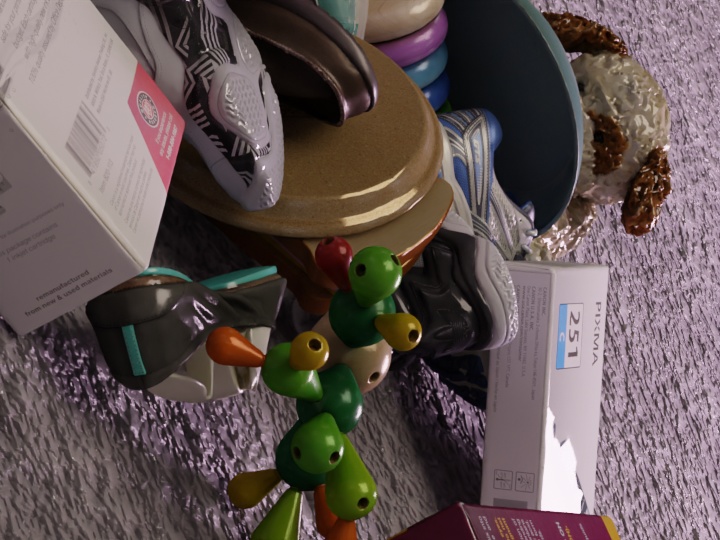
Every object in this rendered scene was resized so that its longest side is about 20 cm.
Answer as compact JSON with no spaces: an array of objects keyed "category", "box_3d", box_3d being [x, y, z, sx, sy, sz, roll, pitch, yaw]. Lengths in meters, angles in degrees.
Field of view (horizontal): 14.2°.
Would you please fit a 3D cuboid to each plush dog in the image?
[{"category":"plush dog","box_3d":[0.131,-0.076,1.953,0.160,0.172,0.200,12,52,-63]}]

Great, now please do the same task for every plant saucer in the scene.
[{"category":"plant saucer","box_3d":[0.074,-0.115,1.831,0.036,0.200,0.200,-29,91,-35]}]

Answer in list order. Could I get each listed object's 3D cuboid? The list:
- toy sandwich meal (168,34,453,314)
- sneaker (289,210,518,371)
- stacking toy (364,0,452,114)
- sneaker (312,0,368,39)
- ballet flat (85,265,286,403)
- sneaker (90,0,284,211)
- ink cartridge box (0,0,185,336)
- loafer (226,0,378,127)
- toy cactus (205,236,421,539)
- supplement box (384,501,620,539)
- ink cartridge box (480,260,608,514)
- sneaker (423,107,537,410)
[{"category":"toy sandwich meal","box_3d":[-0.041,-0.065,1.638,0.205,0.070,0.205,7,42,-7]},{"category":"sneaker","box_3d":[0.000,0.000,1.701,0.200,0.114,0.076,37,-40,53]},{"category":"stacking toy","box_3d":[0.026,-0.089,1.815,0.085,0.085,0.200,-78,160,-58]},{"category":"sneaker","box_3d":[-0.051,-0.210,1.713,0.080,0.071,0.200,-9,90,-37]},{"category":"ballet flat","box_3d":[-0.088,0.034,1.489,0.200,0.068,0.068,-3,81,-70]},{"category":"sneaker","box_3d":[-0.122,-0.109,1.523,0.200,0.115,0.075,63,20,-22]},{"category":"ink cartridge box","box_3d":[-0.181,-0.093,1.404,0.200,0.083,0.147,52,24,-24]},{"category":"loafer","box_3d":[-0.086,-0.124,1.593,0.071,0.200,0.073,-59,167,-25]},{"category":"toy cactus","box_3d":[-0.022,0.060,1.489,0.165,0.102,0.200,-68,168,-62]},{"category":"supplement box","box_3d":[0.062,0.198,1.541,0.200,0.131,0.103,14,50,-62]},{"category":"ink cartridge box","box_3d":[0.127,0.094,1.797,0.176,0.045,0.200,-2,96,-65]},{"category":"sneaker","box_3d":[0.075,-0.009,1.789,0.077,0.085,0.200,26,-47,55]}]
